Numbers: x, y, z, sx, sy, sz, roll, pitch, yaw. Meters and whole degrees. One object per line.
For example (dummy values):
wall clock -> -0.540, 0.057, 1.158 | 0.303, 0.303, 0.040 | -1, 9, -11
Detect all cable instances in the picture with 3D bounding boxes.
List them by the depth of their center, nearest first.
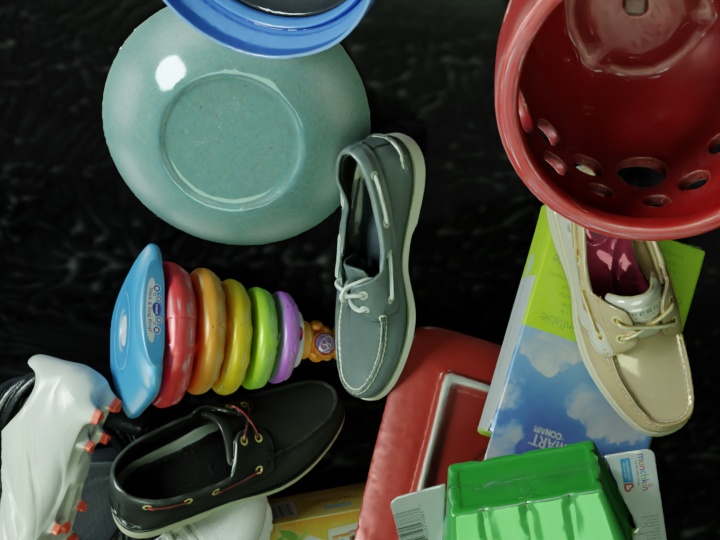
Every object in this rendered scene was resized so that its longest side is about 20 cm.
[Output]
cable -> -0.239, 0.177, 1.309 | 0.162, 0.051, 0.201 | 24, 111, -3

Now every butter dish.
butter dish -> 0.094, 0.169, 1.284 | 0.198, 0.148, 0.201 | 17, 74, -8

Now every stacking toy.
stacking toy -> -0.083, 0.052, 1.254 | 0.198, 0.117, 0.110 | 5, 161, -19

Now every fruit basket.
fruit basket -> 0.129, 0.219, 1.167 | 0.183, 0.094, 0.202 | -11, 123, 7

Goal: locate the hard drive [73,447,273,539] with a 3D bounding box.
hard drive -> -0.166, 0.204, 1.368 | 0.198, 0.042, 0.136 | -2, 118, 5

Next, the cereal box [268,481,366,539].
cereal box -> -0.022, 0.272, 1.374 | 0.142, 0.040, 0.202 | -7, 120, -17

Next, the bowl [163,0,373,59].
bowl -> -0.068, -0.237, 1.085 | 0.199, 0.039, 0.202 | 17, 131, 20

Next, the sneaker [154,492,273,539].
sneaker -> -0.147, 0.239, 1.281 | 0.201, 0.076, 0.080 | -52, 140, 5

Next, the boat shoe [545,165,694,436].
boat shoe -> 0.185, 0.021, 1.157 | 0.073, 0.069, 0.202 | -22, 89, -10

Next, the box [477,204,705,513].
box -> 0.165, 0.063, 1.210 | 0.121, 0.048, 0.202 | 18, 84, -6

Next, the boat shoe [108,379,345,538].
boat shoe -> -0.098, 0.135, 1.256 | 0.200, 0.074, 0.063 | -24, 151, -19

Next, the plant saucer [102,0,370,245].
plant saucer -> -0.092, -0.099, 1.201 | 0.198, 0.039, 0.203 | 2, 119, 3

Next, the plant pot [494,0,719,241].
plant pot -> 0.184, -0.145, 1.075 | 0.198, 0.183, 0.202 | 1, 118, 2

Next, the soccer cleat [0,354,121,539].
soccer cleat -> -0.245, 0.159, 1.256 | 0.077, 0.069, 0.202 | 26, 105, 15

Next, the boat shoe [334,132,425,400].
boat shoe -> 0.000, 0.000, 1.208 | 0.072, 0.061, 0.202 | 20, 109, 40
